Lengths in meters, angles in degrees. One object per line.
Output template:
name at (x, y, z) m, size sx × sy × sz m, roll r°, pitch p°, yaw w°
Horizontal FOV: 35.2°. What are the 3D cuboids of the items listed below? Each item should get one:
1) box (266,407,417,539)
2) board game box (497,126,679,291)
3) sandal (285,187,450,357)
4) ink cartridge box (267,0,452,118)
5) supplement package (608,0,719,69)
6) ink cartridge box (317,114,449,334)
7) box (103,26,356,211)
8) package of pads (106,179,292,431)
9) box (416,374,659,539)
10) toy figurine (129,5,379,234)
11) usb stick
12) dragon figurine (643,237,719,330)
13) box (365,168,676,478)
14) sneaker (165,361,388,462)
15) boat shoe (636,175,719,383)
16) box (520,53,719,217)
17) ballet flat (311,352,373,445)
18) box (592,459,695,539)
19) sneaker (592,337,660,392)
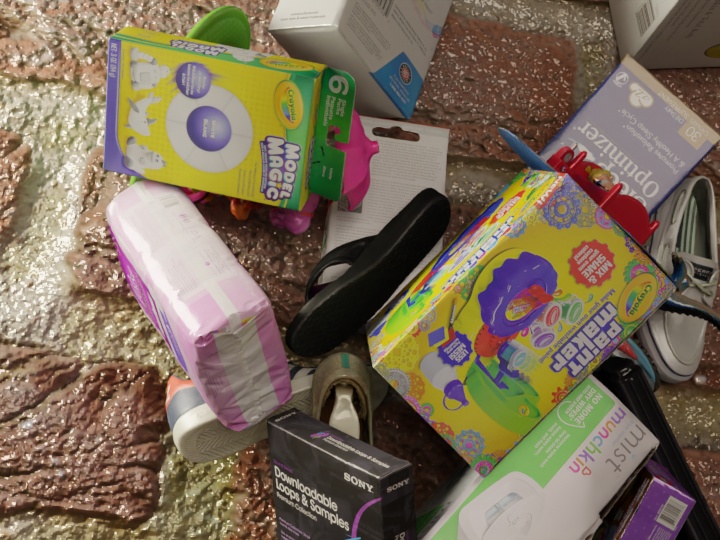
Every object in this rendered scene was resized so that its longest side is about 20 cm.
box at (-0.013, 0.220, 0.874) m, size 0.036 × 0.143 × 0.202 m, roll -16°, pitch 110°, yaw -37°
board game box at (0.199, -0.065, 0.940) m, size 0.039 × 0.158 × 0.200 m, roll -48°, pitch 67°, yaw 5°
sandal at (0.001, 0.000, 0.987) m, size 0.048 × 0.076 × 0.200 m, roll 32°, pitch 61°, yaw 29°
ink cartridge box at (0.014, -0.266, 1.075) m, size 0.084 × 0.145 × 0.201 m, roll 6°, pitch 65°, yaw 36°
supplement package at (0.371, -0.306, 1.149) m, size 0.198 × 0.152 × 0.152 m, roll -4°, pitch 73°, yaw -11°
ink cartridge box at (0.022, -0.040, 1.059) m, size 0.108 × 0.050 × 0.201 m, roll 8°, pitch 70°, yaw -6°
box at (-0.107, -0.121, 0.926) m, size 0.198 × 0.118 × 0.048 m, roll 11°, pitch 26°, yaw 5°
package of pads at (-0.134, 0.023, 0.932) m, size 0.075 × 0.121 × 0.200 m, roll -26°, pitch 47°, yaw -18°
box at (0.124, 0.195, 0.932) m, size 0.097 × 0.177 × 0.200 m, roll 44°, pitch 71°, yaw 6°
toy figurine at (-0.081, -0.102, 1.002) m, size 0.183 × 0.150 × 0.201 m, roll 30°, pitch 92°, yaw 12°
usb stick at (0.266, 0.167, 0.997) m, size 0.032 × 0.055 × 0.201 m, roll -29°, pitch 100°, yaw -7°
dragon figurine at (0.242, 0.015, 1.028) m, size 0.099 × 0.059 × 0.200 m, roll -41°, pitch 75°, yaw 7°
box at (0.117, 0.032, 0.910) m, size 0.200 × 0.193 × 0.122 m, roll -45°, pitch 96°, yaw 3°
sneaker at (-0.074, 0.100, 0.990) m, size 0.199 × 0.075 × 0.085 m, roll -8°, pitch 41°, yaw -26°
boat shoe at (0.303, 0.003, 1.074) m, size 0.073 × 0.067 × 0.202 m, roll 10°, pitch 69°, yaw -23°
box at (0.232, -0.091, 1.086) m, size 0.121 × 0.032 × 0.200 m, roll 42°, pitch 92°, yaw 6°
ballet flat at (-0.019, 0.169, 0.934) m, size 0.067 × 0.062 × 0.202 m, roll -3°, pitch 101°, yaw -4°
box at (0.192, 0.248, 0.911) m, size 0.039 × 0.137 × 0.201 m, roll 29°, pitch 93°, yaw 6°
sneaker at (0.178, 0.069, 1.048) m, size 0.199 × 0.079 × 0.096 m, roll 33°, pitch 88°, yaw 6°
